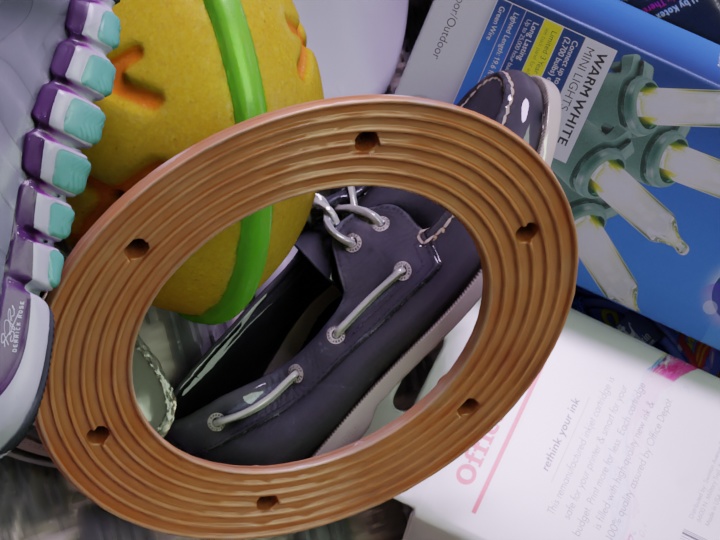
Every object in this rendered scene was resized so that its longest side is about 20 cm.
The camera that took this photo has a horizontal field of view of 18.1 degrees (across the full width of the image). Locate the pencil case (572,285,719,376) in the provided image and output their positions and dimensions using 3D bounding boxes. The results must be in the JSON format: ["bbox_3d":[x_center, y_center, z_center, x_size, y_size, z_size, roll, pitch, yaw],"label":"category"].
[{"bbox_3d":[0.151,-0.025,1.018,0.087,0.078,0.200,44,58,-18],"label":"pencil case"}]

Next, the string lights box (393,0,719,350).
[{"bbox_3d":[0.111,-0.045,0.909,0.199,0.103,0.059,24,23,3],"label":"string lights box"}]

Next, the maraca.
[{"bbox_3d":[-0.071,-0.079,0.803,0.107,0.137,0.201,-15,104,-31],"label":"maraca"}]

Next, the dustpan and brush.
[{"bbox_3d":[-0.030,-0.071,0.902,0.139,0.057,0.201,4,74,-51],"label":"dustpan and brush"}]

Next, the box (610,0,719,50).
[{"bbox_3d":[0.087,-0.174,0.956,0.200,0.106,0.122,53,38,-19],"label":"box"}]

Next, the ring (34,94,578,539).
[{"bbox_3d":[-0.019,0.018,0.784,0.200,0.201,0.019,16,31,-36],"label":"ring"}]

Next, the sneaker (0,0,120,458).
[{"bbox_3d":[-0.134,-0.043,0.716,0.087,0.074,0.201,16,74,-34],"label":"sneaker"}]

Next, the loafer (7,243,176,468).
[{"bbox_3d":[-0.137,0.008,0.788,0.200,0.063,0.072,38,60,-28],"label":"loafer"}]

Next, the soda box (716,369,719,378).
[{"bbox_3d":[0.142,0.142,0.992,0.070,0.063,0.201,35,63,-29],"label":"soda box"}]

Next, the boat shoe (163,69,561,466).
[{"bbox_3d":[0.000,0.000,0.854,0.063,0.073,0.200,34,96,-24],"label":"boat shoe"}]

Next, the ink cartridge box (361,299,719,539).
[{"bbox_3d":[0.091,0.089,0.924,0.199,0.068,0.115,26,62,6],"label":"ink cartridge box"}]
